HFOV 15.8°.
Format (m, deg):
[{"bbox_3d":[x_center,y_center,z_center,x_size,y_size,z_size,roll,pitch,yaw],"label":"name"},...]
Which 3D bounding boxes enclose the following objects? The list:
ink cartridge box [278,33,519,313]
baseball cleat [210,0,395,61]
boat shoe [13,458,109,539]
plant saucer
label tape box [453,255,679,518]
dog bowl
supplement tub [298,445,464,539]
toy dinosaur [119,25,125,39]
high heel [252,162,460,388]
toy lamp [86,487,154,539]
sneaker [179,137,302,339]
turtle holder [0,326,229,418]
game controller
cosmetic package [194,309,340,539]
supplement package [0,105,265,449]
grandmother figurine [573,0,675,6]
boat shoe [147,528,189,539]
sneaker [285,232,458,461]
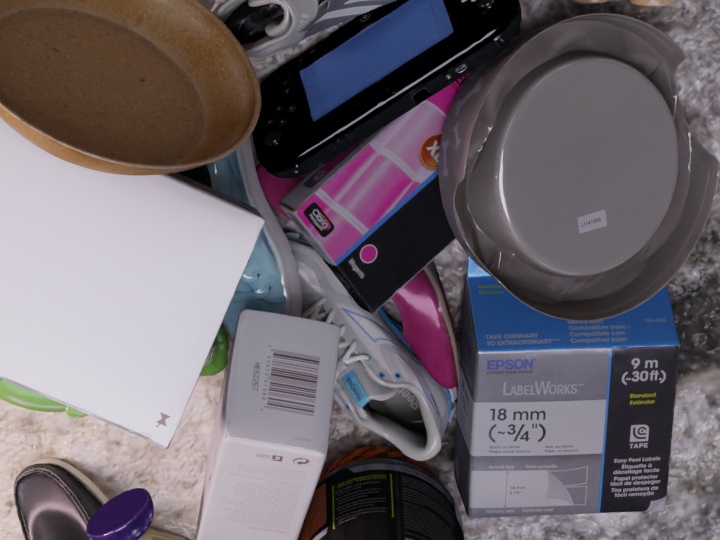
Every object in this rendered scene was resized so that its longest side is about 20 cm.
[{"bbox_3d":[0.049,-0.073,1.709,0.200,0.037,0.095,-43,115,-9],"label":"ink cartridge box"},{"bbox_3d":[-0.013,-0.186,1.658,0.200,0.106,0.070,-33,97,11],"label":"baseball cleat"},{"bbox_3d":[-0.193,0.225,1.833,0.072,0.068,0.201,-28,80,17],"label":"boat shoe"},{"bbox_3d":[-0.159,-0.120,1.574,0.199,0.201,0.036,21,128,-10],"label":"plant saucer"},{"bbox_3d":[0.143,0.069,1.798,0.143,0.063,0.201,-2,116,-6],"label":"label tape box"},{"bbox_3d":[0.139,-0.070,1.698,0.199,0.059,0.201,-6,102,-27],"label":"dog bowl"},{"bbox_3d":[0.014,0.211,1.792,0.122,0.200,0.123,0,116,0],"label":"supplement tub"},{"bbox_3d":[-0.212,-0.136,1.694,0.135,0.086,0.201,-10,119,4],"label":"toy dinosaur"},{"bbox_3d":[0.000,0.000,1.769,0.096,0.067,0.201,-21,101,4],"label":"high heel"},{"bbox_3d":[-0.121,0.247,1.817,0.058,0.058,0.200,-28,111,12],"label":"toy lamp"},{"bbox_3d":[-0.102,-0.028,1.716,0.074,0.082,0.201,-10,107,33],"label":"sneaker"},{"bbox_3d":[-0.187,0.018,1.733,0.185,0.132,0.142,-11,96,-4],"label":"turtle holder"},{"bbox_3d":[0.014,-0.136,1.684,0.200,0.105,0.042,-32,135,13],"label":"game controller"},{"bbox_3d":[-0.065,0.118,1.753,0.074,0.102,0.200,10,148,-6],"label":"cosmetic package"},{"bbox_3d":[-0.180,-0.005,1.610,0.199,0.111,0.156,23,93,-7],"label":"supplement package"},{"bbox_3d":[0.175,-0.269,1.647,0.121,0.061,0.201,-1,116,6],"label":"grandmother figurine"},{"bbox_3d":[-0.109,0.261,1.888,0.200,0.065,0.072,39,109,-16],"label":"boat shoe"},{"bbox_3d":[-0.007,0.055,1.783,0.200,0.087,0.075,41,110,-16],"label":"sneaker"}]
